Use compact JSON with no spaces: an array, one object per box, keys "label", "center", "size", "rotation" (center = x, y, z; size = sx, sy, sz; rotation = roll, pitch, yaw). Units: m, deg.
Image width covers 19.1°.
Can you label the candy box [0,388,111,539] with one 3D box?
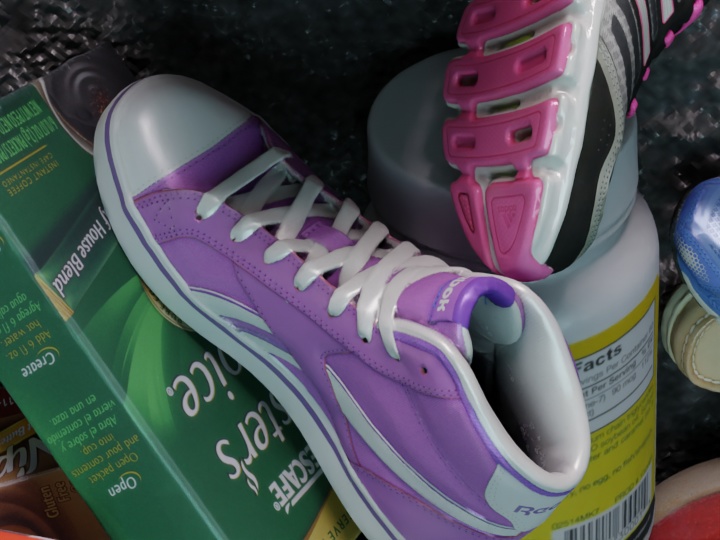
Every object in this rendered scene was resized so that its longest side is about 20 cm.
[{"label":"candy box","center":[-0.131,0.137,0.837],"size":[0.115,0.055,0.200],"rotation":[-14,132,-2]}]

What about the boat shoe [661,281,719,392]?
[{"label":"boat shoe","center":[0.222,0.029,0.846],"size":[0.200,0.069,0.074],"rotation":[-4,129,0]}]

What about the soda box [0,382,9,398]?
[{"label":"soda box","center":[-0.145,0.062,0.854],"size":[0.063,0.068,0.200],"rotation":[2,129,-12]}]

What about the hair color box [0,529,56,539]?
[{"label":"hair color box","center":[-0.091,0.169,0.766],"size":[0.101,0.061,0.200],"rotation":[4,145,38]}]

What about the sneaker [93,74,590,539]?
[{"label":"sneaker","center":[0.001,0.000,0.694],"size":[0.201,0.073,0.114],"rotation":[48,148,1]}]

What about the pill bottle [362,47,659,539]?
[{"label":"pill bottle","center":[0.056,0.023,0.806],"size":[0.114,0.114,0.200],"rotation":[-4,128,1]}]

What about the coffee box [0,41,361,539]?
[{"label":"coffee box","center":[-0.071,0.025,0.748],"size":[0.044,0.123,0.200],"rotation":[-31,95,30]}]

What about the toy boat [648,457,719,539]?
[{"label":"toy boat","center":[0.201,0.150,0.894],"size":[0.200,0.131,0.131],"rotation":[-16,136,15]}]

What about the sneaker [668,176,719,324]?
[{"label":"sneaker","center":[0.211,0.000,0.778],"size":[0.200,0.079,0.089],"rotation":[16,159,17]}]

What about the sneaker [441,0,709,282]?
[{"label":"sneaker","center":[0.086,-0.090,0.695],"size":[0.087,0.200,0.074],"rotation":[15,169,-28]}]
